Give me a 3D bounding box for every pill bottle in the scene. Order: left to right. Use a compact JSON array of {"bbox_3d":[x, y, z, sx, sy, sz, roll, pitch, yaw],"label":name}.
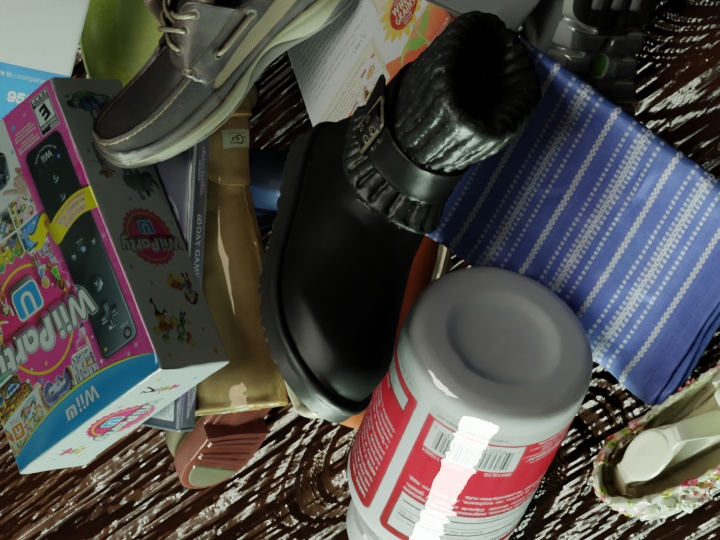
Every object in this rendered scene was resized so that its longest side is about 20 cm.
[{"bbox_3d":[0.056,0.100,1.580,0.113,0.112,0.200,59,148,28],"label":"pill bottle"}]

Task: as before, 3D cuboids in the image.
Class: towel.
[{"bbox_3d":[0.127,-0.027,1.541,0.200,0.024,0.145,37,124,11],"label":"towel"}]

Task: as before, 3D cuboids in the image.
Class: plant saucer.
[{"bbox_3d":[-0.119,-0.186,1.845,0.199,0.031,0.201,-3,86,45],"label":"plant saucer"}]

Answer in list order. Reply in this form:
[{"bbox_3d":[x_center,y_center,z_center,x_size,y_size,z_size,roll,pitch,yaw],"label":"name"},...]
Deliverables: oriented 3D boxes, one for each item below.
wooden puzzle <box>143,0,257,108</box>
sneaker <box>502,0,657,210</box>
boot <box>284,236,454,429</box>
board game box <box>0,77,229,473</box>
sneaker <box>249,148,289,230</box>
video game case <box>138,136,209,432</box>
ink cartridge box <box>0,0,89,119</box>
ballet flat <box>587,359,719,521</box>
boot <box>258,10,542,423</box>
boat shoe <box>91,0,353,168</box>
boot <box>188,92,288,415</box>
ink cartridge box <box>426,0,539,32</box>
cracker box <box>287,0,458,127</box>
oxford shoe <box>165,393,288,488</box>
[{"bbox_3d":[-0.130,-0.217,1.729,0.037,0.185,0.201,-29,62,5],"label":"wooden puzzle"},{"bbox_3d":[0.115,-0.127,1.602,0.116,0.075,0.201,53,131,53],"label":"sneaker"},{"bbox_3d":[0.000,0.000,1.672,0.075,0.107,0.201,-3,84,46],"label":"boot"},{"bbox_3d":[-0.181,0.003,1.670,0.147,0.064,0.201,-36,70,35],"label":"board game box"},{"bbox_3d":[-0.096,-0.041,1.792,0.199,0.074,0.083,0,91,51],"label":"sneaker"},{"bbox_3d":[-0.156,-0.007,1.700,0.142,0.019,0.201,7,95,39],"label":"video game case"},{"bbox_3d":[-0.240,-0.212,1.891,0.145,0.084,0.201,-133,56,-66],"label":"ink cartridge box"},{"bbox_3d":[0.205,0.084,1.498,0.200,0.064,0.076,-42,63,34],"label":"ballet flat"},{"bbox_3d":[0.024,-0.033,1.482,0.157,0.079,0.212,-30,44,37],"label":"boot"},{"bbox_3d":[-0.091,-0.147,1.621,0.200,0.073,0.074,-43,37,-7],"label":"boat shoe"},{"bbox_3d":[-0.123,-0.005,1.721,0.175,0.066,0.201,-10,85,50],"label":"boot"},{"bbox_3d":[0.078,-0.258,1.572,0.145,0.083,0.201,-52,30,29],"label":"ink cartridge box"},{"bbox_3d":[0.016,-0.159,1.655,0.134,0.057,0.201,-53,36,30],"label":"cracker box"},{"bbox_3d":[-0.078,0.054,1.768,0.200,0.070,0.075,-51,54,30],"label":"oxford shoe"}]
